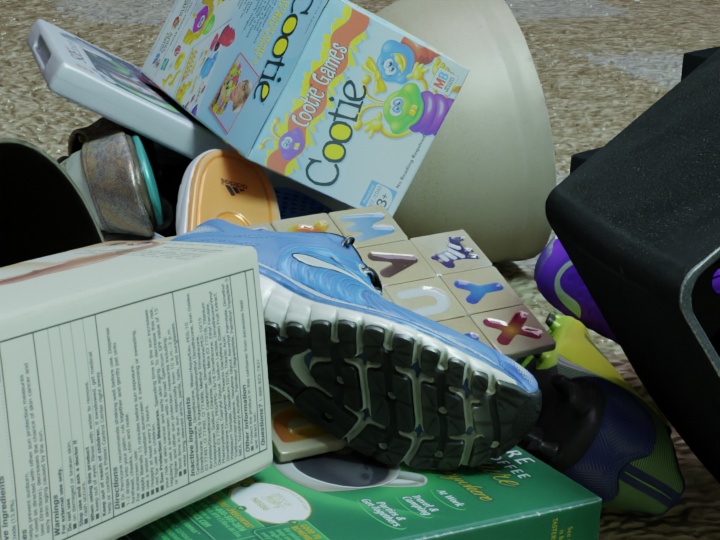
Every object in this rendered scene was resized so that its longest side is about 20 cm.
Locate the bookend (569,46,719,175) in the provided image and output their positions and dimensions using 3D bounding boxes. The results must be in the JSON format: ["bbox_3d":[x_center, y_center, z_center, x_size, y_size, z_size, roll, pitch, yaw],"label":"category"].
[{"bbox_3d":[0.224,-0.063,1.125,0.092,0.199,0.200,-15,25,-41],"label":"bookend"}]

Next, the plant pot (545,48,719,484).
[{"bbox_3d":[0.205,-0.002,0.826,0.200,0.200,0.177,-40,28,-12],"label":"plant pot"}]

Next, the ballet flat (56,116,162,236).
[{"bbox_3d":[-0.159,-0.055,1.092,0.067,0.068,0.200,-16,13,-4],"label":"ballet flat"}]

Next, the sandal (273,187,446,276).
[{"bbox_3d":[0.000,0.000,0.992,0.079,0.087,0.200,-25,43,-29],"label":"sandal"}]

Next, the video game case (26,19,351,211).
[{"bbox_3d":[-0.114,-0.098,1.134,0.200,0.023,0.182,26,8,-20],"label":"video game case"}]

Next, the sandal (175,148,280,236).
[{"bbox_3d":[-0.062,0.002,0.937,0.079,0.059,0.207,10,50,-24],"label":"sandal"}]

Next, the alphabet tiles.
[{"bbox_3d":[-0.012,0.024,0.871,0.200,0.006,0.166,-10,41,-25],"label":"alphabet tiles"}]

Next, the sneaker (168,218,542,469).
[{"bbox_3d":[-0.007,0.021,0.807,0.200,0.079,0.089,23,41,17],"label":"sneaker"}]

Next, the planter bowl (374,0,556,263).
[{"bbox_3d":[0.032,-0.089,1.210,0.135,0.200,0.200,-15,22,-14],"label":"planter bowl"}]

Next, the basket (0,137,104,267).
[{"bbox_3d":[-0.238,0.024,0.857,0.200,0.180,0.136,0,35,26],"label":"basket"}]

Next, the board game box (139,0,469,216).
[{"bbox_3d":[-0.039,-0.120,1.070,0.103,0.105,0.200,24,9,-30],"label":"board game box"}]

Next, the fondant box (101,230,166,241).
[{"bbox_3d":[-0.161,0.021,1.022,0.144,0.058,0.200,-8,20,-36],"label":"fondant box"}]

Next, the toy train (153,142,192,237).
[{"bbox_3d":[-0.104,-0.063,1.272,0.114,0.085,0.200,14,18,1],"label":"toy train"}]

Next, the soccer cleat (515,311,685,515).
[{"bbox_3d":[0.120,0.077,0.922,0.084,0.065,0.200,34,9,-8],"label":"soccer cleat"}]

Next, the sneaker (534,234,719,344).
[{"bbox_3d":[0.193,0.034,0.978,0.200,0.070,0.100,19,26,-3],"label":"sneaker"}]

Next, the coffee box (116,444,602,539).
[{"bbox_3d":[-0.008,0.113,0.778,0.200,0.044,0.123,-8,19,-31],"label":"coffee box"}]

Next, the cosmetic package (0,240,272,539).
[{"bbox_3d":[-0.126,0.052,0.698,0.087,0.103,0.200,3,10,31],"label":"cosmetic package"}]
